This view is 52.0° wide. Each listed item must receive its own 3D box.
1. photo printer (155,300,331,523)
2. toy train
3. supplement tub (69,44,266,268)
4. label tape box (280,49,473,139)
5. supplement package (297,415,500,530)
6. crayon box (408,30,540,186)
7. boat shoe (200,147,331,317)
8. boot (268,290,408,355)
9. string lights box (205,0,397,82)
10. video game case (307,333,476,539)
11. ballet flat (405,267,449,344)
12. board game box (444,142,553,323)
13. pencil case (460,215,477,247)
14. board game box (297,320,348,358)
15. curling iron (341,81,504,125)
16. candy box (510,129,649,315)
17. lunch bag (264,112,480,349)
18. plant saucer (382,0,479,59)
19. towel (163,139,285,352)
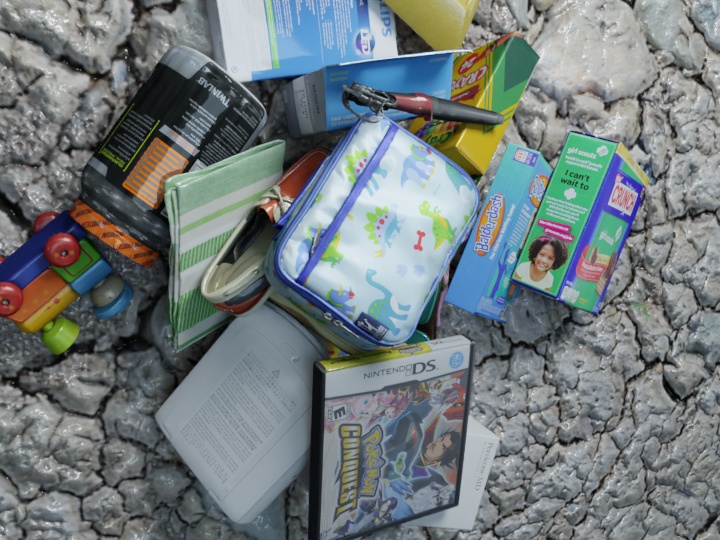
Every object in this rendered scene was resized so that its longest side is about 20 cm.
[{"bbox_3d":[-0.110,0.146,0.794,0.167,0.069,0.200,46,109,14],"label":"photo printer"},{"bbox_3d":[-0.337,0.045,0.747,0.200,0.084,0.116,-43,127,-10],"label":"toy train"},{"bbox_3d":[-0.195,-0.112,0.744,0.122,0.122,0.201,37,86,-25],"label":"supplement tub"},{"bbox_3d":[0.012,-0.183,0.774,0.141,0.200,0.067,-13,103,-19],"label":"label tape box"},{"bbox_3d":[0.041,0.217,0.872,0.198,0.120,0.123,14,96,-26],"label":"supplement package"},{"bbox_3d":[0.110,-0.165,0.833,0.051,0.126,0.202,37,67,-25],"label":"crayon box"},{"bbox_3d":[-0.088,-0.044,0.746,0.201,0.071,0.063,-54,150,-3],"label":"boat shoe"},{"bbox_3d":[0.000,0.000,0.787,0.199,0.073,0.157,32,95,17],"label":"boot"},{"bbox_3d":[-0.061,-0.266,0.804,0.197,0.059,0.104,-12,105,-21],"label":"string lights box"},{"bbox_3d":[0.033,0.174,0.759,0.179,0.025,0.203,-7,110,-28],"label":"video game case"},{"bbox_3d":[0.070,0.052,0.867,0.071,0.068,0.202,-42,151,-50],"label":"ballet flat"},{"bbox_3d":[0.183,-0.039,0.922,0.152,0.045,0.202,20,94,-63],"label":"board game box"},{"bbox_3d":[0.046,-0.032,0.888,0.199,0.083,0.091,-31,91,-14],"label":"pencil case"},{"bbox_3d":[-0.036,0.134,0.910,0.197,0.040,0.155,3,100,-24],"label":"board game box"},{"bbox_3d":[0.065,-0.154,0.715,0.198,0.050,0.026,0,130,-37],"label":"curling iron"},{"bbox_3d":[0.288,-0.056,0.953,0.168,0.076,0.203,15,95,-55],"label":"candy box"},{"bbox_3d":[0.010,-0.037,0.712,0.160,0.082,0.201,36,73,-10],"label":"lunch bag"},{"bbox_3d":[0.079,-0.371,0.810,0.199,0.048,0.202,35,64,-26],"label":"plant saucer"},{"bbox_3d":[-0.142,-0.025,0.768,0.152,0.023,0.202,-31,141,-43],"label":"towel"}]
